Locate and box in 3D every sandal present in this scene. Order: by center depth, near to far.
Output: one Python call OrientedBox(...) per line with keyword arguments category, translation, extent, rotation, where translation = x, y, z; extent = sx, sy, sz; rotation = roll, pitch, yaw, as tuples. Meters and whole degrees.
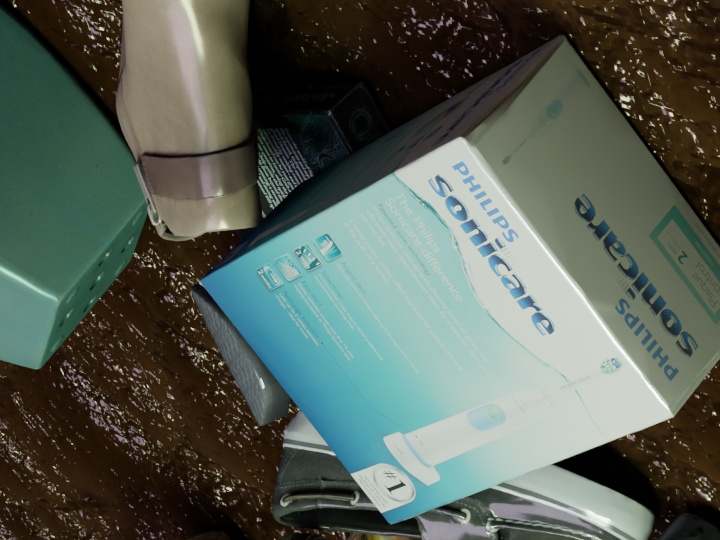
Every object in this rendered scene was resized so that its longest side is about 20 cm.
OrientedBox(category="sandal", translation=(-0.051, 0.032, 1.363), extent=(0.077, 0.043, 0.200), rotation=(63, 177, -3))

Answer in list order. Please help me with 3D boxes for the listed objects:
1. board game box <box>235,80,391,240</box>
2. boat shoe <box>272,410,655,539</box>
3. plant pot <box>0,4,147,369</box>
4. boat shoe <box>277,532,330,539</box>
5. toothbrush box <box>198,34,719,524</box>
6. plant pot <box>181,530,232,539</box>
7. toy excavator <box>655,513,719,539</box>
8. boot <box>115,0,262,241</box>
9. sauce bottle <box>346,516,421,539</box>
OrientedBox(category="board game box", translation=(0.000, 0.000, 1.312), extent=(0.135, 0.028, 0.201), rotation=(2, 128, 53))
OrientedBox(category="boat shoe", translation=(0.047, 0.117, 1.320), extent=(0.199, 0.057, 0.069), rotation=(11, 166, 29))
OrientedBox(category="plant pot", translation=(-0.218, -0.052, 1.437), extent=(0.199, 0.142, 0.141), rotation=(36, 151, 5))
OrientedBox(category="boat shoe", translation=(0.035, 0.197, 1.376), extent=(0.072, 0.072, 0.200), rotation=(-31, 112, 28))
OrientedBox(category="toothbrush box", translation=(0.048, 0.009, 1.167), extent=(0.147, 0.085, 0.200), rotation=(51, 142, -8))
OrientedBox(category="plant pot", translation=(-0.082, 0.266, 1.636), extent=(0.186, 0.186, 0.201), rotation=(-14, 100, 59))
OrientedBox(category="toy excavator", translation=(0.153, 0.208, 1.311), extent=(0.194, 0.100, 0.201), rotation=(28, 155, 34))
OrientedBox(category="boot", translation=(-0.069, -0.090, 1.194), extent=(0.200, 0.070, 0.147), rotation=(151, 109, -78))
OrientedBox(category="sauce bottle", translation=(0.018, 0.163, 1.455), extent=(0.066, 0.066, 0.200), rotation=(42, 150, 9))
